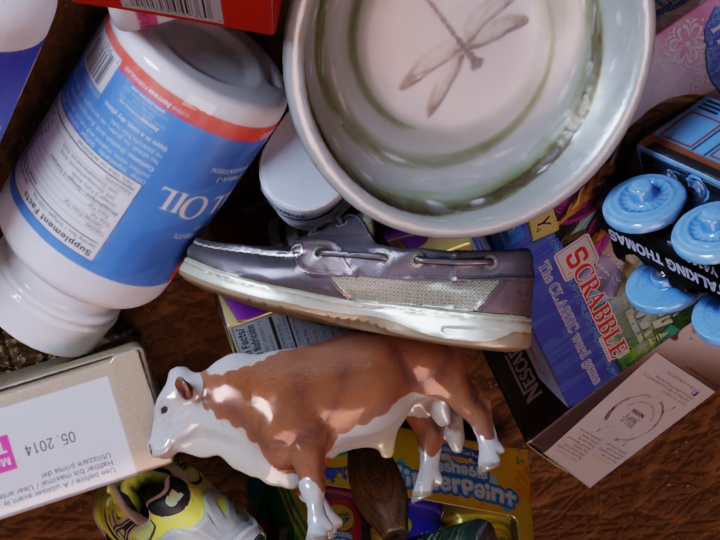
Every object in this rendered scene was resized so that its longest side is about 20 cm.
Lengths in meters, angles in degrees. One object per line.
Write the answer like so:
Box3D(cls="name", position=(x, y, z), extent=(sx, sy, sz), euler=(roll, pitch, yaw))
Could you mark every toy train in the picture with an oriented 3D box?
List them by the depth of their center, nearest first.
Box3D(cls="toy train", position=(0.215, -0.016, 0.953), extent=(0.114, 0.200, 0.087), euler=(-37, 129, -19))

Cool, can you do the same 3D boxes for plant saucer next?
Box3D(cls="plant saucer", position=(0.051, -0.118, 0.927), extent=(0.200, 0.050, 0.200), euler=(-7, 112, -18))

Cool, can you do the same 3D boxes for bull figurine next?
Box3D(cls="bull figurine", position=(-0.017, 0.086, 1.030), extent=(0.200, 0.122, 0.065), euler=(-20, 171, -21))

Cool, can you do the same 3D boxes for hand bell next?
Box3D(cls="hand bell", position=(-0.006, 0.092, 1.144), extent=(0.104, 0.200, 0.104), euler=(-10, 131, -11))

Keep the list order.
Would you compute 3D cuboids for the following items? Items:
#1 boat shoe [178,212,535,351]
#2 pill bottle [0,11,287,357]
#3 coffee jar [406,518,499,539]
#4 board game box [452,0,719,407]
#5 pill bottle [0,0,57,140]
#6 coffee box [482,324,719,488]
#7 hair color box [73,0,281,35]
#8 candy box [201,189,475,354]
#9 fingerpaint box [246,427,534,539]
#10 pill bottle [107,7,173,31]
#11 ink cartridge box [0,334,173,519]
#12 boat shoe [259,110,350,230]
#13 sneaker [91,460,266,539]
Box3D(cls="boat shoe", position=(0.000, 0.000, 1.006), extent=(0.200, 0.065, 0.072), euler=(10, 177, 15))
Box3D(cls="pill bottle", position=(-0.136, -0.050, 1.034), extent=(0.112, 0.112, 0.200), euler=(18, 122, -32))
Box3D(cls="coffee jar", position=(-0.007, 0.217, 1.092), extent=(0.200, 0.104, 0.085), euler=(-17, 95, 15))
Box3D(cls="board game box", position=(0.160, -0.048, 1.053), extent=(0.199, 0.041, 0.200), euler=(-35, 129, -6))
Box3D(cls="pill bottle", position=(-0.223, -0.121, 0.940), extent=(0.112, 0.112, 0.200), euler=(12, 125, -28))
Box3D(cls="coffee box", position=(0.190, 0.036, 1.229), extent=(0.200, 0.113, 0.080), euler=(-41, 131, 15))
Box3D(cls="hair color box", position=(-0.071, -0.219, 0.847), extent=(0.101, 0.200, 0.061), euler=(9, 170, -1))
Box3D(cls="candy box", position=(0.005, -0.016, 1.113), extent=(0.200, 0.117, 0.057), euler=(-18, 131, -4))
Box3D(cls="fingerpaint box", position=(0.024, 0.197, 1.262), extent=(0.200, 0.167, 0.073), euler=(14, 150, -29))
Box3D(cls="pill bottle", position=(-0.046, -0.203, 0.934), extent=(0.200, 0.113, 0.113), euler=(-17, 133, -5))
Box3D(cls="ink cartridge box", position=(-0.216, 0.103, 1.099), extent=(0.200, 0.165, 0.075), euler=(-17, 94, -5))
Box3D(cls="boat shoe", position=(0.018, -0.104, 1.057), extent=(0.202, 0.075, 0.086), euler=(-57, 168, -10))
Box3D(cls="sneaker", position=(-0.129, 0.146, 1.175), extent=(0.075, 0.200, 0.076), euler=(-47, 112, -20))
